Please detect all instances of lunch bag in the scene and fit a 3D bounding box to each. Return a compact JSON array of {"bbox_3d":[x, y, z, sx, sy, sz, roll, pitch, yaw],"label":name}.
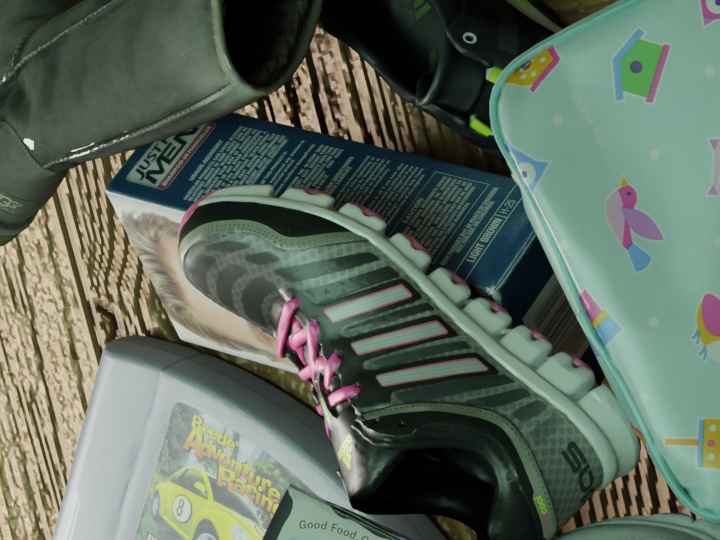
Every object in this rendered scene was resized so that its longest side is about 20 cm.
[{"bbox_3d":[0.153,-0.015,1.062,0.160,0.077,0.201,-28,81,6],"label":"lunch bag"}]

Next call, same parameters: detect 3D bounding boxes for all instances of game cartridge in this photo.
[{"bbox_3d":[-0.052,0.119,1.323,0.200,0.041,0.134,32,116,27],"label":"game cartridge"}]

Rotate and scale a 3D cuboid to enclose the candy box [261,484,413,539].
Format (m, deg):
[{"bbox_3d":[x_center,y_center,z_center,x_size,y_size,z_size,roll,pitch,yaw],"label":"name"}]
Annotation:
[{"bbox_3d":[-0.015,0.199,1.127,0.071,0.168,0.201,23,84,23],"label":"candy box"}]

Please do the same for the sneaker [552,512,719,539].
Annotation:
[{"bbox_3d":[0.133,0.153,1.048,0.199,0.088,0.082,23,115,31],"label":"sneaker"}]

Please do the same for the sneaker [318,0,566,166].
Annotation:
[{"bbox_3d":[0.057,-0.065,1.152,0.200,0.083,0.072,37,123,24],"label":"sneaker"}]

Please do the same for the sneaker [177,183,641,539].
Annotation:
[{"bbox_3d":[0.005,0.043,1.107,0.200,0.088,0.074,33,150,8],"label":"sneaker"}]

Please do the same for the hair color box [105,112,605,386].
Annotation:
[{"bbox_3d":[0.000,0.000,1.203,0.199,0.061,0.100,15,145,35],"label":"hair color box"}]

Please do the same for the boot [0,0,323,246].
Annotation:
[{"bbox_3d":[-0.094,-0.110,1.215,0.200,0.072,0.183,-35,41,45],"label":"boot"}]

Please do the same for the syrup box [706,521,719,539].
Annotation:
[{"bbox_3d":[0.178,0.183,1.131,0.079,0.081,0.201,17,111,35],"label":"syrup box"}]
